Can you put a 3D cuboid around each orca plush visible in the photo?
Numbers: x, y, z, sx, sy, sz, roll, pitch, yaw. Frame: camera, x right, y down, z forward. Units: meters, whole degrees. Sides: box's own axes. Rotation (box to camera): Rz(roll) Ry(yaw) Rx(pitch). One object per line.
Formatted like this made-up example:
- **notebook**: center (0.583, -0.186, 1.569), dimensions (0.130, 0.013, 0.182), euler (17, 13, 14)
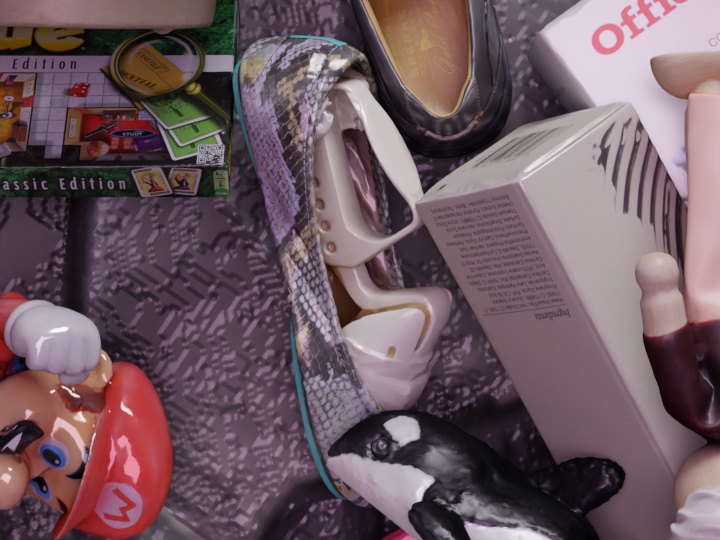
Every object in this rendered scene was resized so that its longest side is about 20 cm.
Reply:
- **orca plush**: center (0.078, 0.103, 1.129), dimensions (0.200, 0.105, 0.071), euler (36, 89, 42)

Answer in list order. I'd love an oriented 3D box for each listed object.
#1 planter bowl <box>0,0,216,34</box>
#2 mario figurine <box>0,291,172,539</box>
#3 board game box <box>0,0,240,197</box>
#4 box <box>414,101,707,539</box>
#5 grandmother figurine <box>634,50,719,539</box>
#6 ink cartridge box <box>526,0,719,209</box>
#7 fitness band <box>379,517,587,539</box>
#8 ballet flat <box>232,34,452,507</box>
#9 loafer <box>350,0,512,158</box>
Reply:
- **planter bowl**: center (-0.116, -0.162, 1.153), dimensions (0.200, 0.200, 0.135), euler (1, 97, 1)
- **mario figurine**: center (-0.170, 0.051, 1.186), dimensions (0.200, 0.123, 0.106), euler (30, 77, 6)
- **board game box**: center (-0.151, -0.072, 1.202), dimensions (0.200, 0.105, 0.023), euler (-1, 134, 1)
- **box**: center (0.110, 0.037, 1.167), dimensions (0.068, 0.082, 0.200), euler (-35, 104, -28)
- **grandmother figurine**: center (0.145, 0.022, 1.109), dimensions (0.121, 0.061, 0.200), euler (10, 79, -30)
- **ink cartridge box**: center (0.184, -0.055, 1.195), dimensions (0.146, 0.086, 0.200), euler (-36, 89, 1)
- **fitness band**: center (0.037, 0.180, 1.220), dimensions (0.200, 0.037, 0.144), euler (-31, 86, 0)
- **ballet flat**: center (0.000, 0.000, 1.190), dimensions (0.072, 0.072, 0.200), euler (-13, 98, 1)
- **loafer**: center (0.017, -0.147, 1.205), dimensions (0.073, 0.072, 0.200), euler (-20, 88, 2)
